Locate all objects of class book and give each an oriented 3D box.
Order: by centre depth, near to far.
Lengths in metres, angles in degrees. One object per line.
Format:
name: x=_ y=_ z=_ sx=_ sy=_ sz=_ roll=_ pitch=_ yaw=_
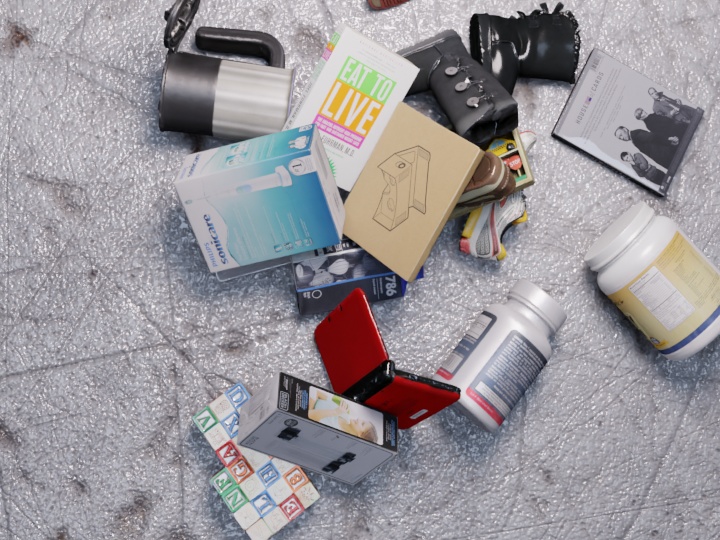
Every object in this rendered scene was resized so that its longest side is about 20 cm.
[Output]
book: x=-0.024 y=-0.227 z=1.475 sx=0.132 sy=0.048 sz=0.202 roll=21 pitch=106 yaw=-34

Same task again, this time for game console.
game console: x=0.033 y=0.129 z=1.468 sx=0.169 sy=0.200 sz=0.121 roll=16 pitch=65 yaw=-16

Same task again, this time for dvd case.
dvd case: x=0.409 y=-0.226 z=1.608 sx=0.198 sy=0.025 sz=0.152 roll=28 pitch=84 yaw=-2

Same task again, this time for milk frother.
milk frother: x=-0.183 y=-0.281 z=1.471 sx=0.184 sy=0.200 sz=0.184 roll=7 pitch=81 yaw=-5

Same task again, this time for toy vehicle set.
toy vehicle set: x=0.143 y=-0.147 z=1.525 sx=0.197 sy=0.026 sz=0.126 roll=-23 pitch=75 yaw=19

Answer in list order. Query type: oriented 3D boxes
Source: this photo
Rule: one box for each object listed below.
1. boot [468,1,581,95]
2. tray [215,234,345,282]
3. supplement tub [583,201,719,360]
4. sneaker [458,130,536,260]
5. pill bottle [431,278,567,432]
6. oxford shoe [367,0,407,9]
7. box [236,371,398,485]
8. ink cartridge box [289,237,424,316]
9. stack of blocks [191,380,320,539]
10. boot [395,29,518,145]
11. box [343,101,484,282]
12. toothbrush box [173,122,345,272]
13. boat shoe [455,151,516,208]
boot: x=0.248 y=-0.299 z=1.579 sx=0.159 sy=0.073 sz=0.203 roll=-2 pitch=88 yaw=-11
tray: x=-0.127 y=-0.059 z=1.548 sx=0.196 sy=0.022 sz=0.109 roll=-15 pitch=87 yaw=-6
supplement tub: x=0.436 y=0.014 z=1.533 sx=0.144 sy=0.144 sz=0.200 roll=-44 pitch=90 yaw=-7
sneaker: x=0.217 y=-0.109 z=1.553 sx=0.081 sy=0.078 sz=0.203 roll=23 pitch=92 yaw=11
pill bottle: x=0.205 y=0.119 z=1.516 sx=0.119 sy=0.120 sz=0.201 roll=39 pitch=84 yaw=-1
oxford shoe: x=0.080 y=-0.472 z=1.585 sx=0.199 sy=0.071 sz=0.075 roll=-37 pitch=63 yaw=-5
box: x=-0.058 y=0.221 z=1.451 sx=0.197 sy=0.117 sz=0.061 roll=24 pitch=46 yaw=-24
ink cartridge box: x=0.000 y=0.000 z=1.521 sx=0.196 sy=0.039 sz=0.101 roll=-12 pitch=126 yaw=-6
stack of blocks: x=-0.159 y=0.273 z=1.502 sx=0.114 sy=0.059 sz=0.202 roll=-35 pitch=90 yaw=-7
boot: x=0.115 y=-0.243 z=1.505 sx=0.163 sy=0.066 sz=0.202 roll=-32 pitch=54 yaw=3
box: x=0.062 y=-0.110 z=1.447 sx=0.163 sy=0.021 sz=0.202 roll=36 pitch=101 yaw=36
toothbrush box: x=-0.134 y=-0.097 z=1.439 sx=0.196 sy=0.086 sz=0.148 roll=-13 pitch=120 yaw=12
boat shoe: x=0.129 y=-0.113 z=1.472 sx=0.074 sy=0.200 sz=0.076 roll=26 pitch=72 yaw=-41
